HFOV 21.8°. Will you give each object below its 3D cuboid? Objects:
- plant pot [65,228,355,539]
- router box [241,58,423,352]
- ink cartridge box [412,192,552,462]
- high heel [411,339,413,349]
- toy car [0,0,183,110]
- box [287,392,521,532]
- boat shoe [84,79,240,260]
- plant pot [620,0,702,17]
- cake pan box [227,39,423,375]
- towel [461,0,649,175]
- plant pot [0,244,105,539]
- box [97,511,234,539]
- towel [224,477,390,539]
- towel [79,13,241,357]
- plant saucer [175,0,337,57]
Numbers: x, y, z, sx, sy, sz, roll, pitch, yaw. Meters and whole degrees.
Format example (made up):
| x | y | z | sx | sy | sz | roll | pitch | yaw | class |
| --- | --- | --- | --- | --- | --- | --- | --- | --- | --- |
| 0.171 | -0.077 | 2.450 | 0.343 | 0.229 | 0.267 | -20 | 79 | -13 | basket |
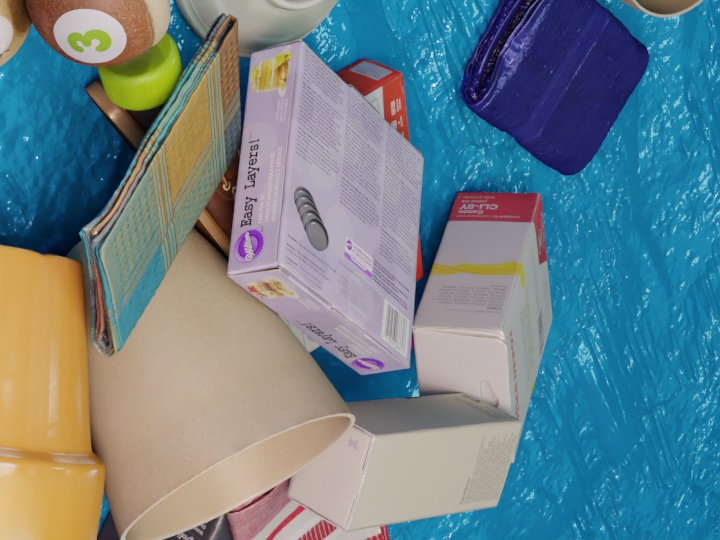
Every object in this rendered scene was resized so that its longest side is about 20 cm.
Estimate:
| x | y | z | sx | sy | sz | roll | pitch | yaw | class |
| --- | --- | --- | --- | --- | --- | --- | --- | --- | --- |
| -0.129 | 0.063 | 1.339 | 0.186 | 0.201 | 0.187 | -26 | 166 | -7 | plant pot |
| -0.034 | -0.043 | 1.520 | 0.179 | 0.049 | 0.202 | -33 | 132 | -33 | router box |
| 0.108 | 0.046 | 1.631 | 0.201 | 0.083 | 0.146 | -69 | 157 | -50 | ink cartridge box |
| 0.000 | 0.000 | 1.491 | 0.200 | 0.067 | 0.097 | 34 | 81 | -53 | high heel |
| -0.233 | -0.161 | 1.171 | 0.199 | 0.158 | 0.165 | -33 | 143 | -18 | toy car |
| 0.038 | 0.147 | 1.466 | 0.199 | 0.068 | 0.083 | 3 | 107 | -51 | box |
| -0.118 | -0.081 | 1.365 | 0.070 | 0.070 | 0.201 | -41 | 128 | -8 | boat shoe |
| 0.230 | -0.331 | 1.594 | 0.199 | 0.134 | 0.202 | -24 | 126 | -38 | plant pot |
| -0.018 | -0.042 | 1.377 | 0.200 | 0.052 | 0.186 | 37 | 51 | -51 | cake pan box |
| 0.174 | -0.180 | 1.686 | 0.200 | 0.049 | 0.148 | 28 | 95 | -52 | towel |
| -0.258 | 0.075 | 1.237 | 0.199 | 0.199 | 0.185 | 14 | 85 | -50 | plant pot |
| -0.089 | 0.193 | 1.530 | 0.196 | 0.117 | 0.202 | 25 | 89 | -51 | box |
| -0.035 | 0.222 | 1.498 | 0.144 | 0.023 | 0.201 | -36 | 134 | -29 | towel |
| -0.129 | -0.055 | 1.239 | 0.147 | 0.022 | 0.201 | 95 | 18 | -57 | towel |
| -0.054 | -0.251 | 1.387 | 0.199 | 0.050 | 0.202 | -25 | 128 | -38 | plant saucer |
